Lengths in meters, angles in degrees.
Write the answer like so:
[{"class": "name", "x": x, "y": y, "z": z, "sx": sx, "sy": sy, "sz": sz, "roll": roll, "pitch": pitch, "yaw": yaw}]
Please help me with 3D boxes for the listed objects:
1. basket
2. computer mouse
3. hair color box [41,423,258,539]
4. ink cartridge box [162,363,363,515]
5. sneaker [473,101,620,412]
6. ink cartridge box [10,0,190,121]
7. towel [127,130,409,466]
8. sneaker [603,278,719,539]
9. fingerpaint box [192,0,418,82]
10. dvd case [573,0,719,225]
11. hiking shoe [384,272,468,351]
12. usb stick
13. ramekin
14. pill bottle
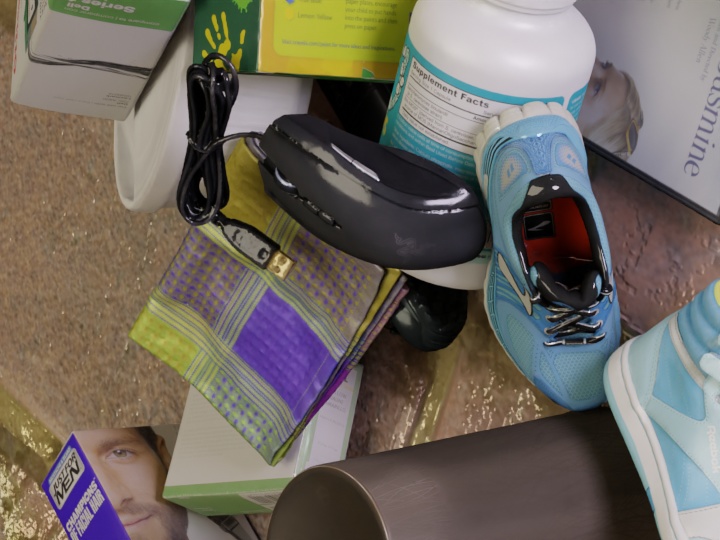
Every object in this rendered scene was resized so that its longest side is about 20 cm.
[{"class": "basket", "x": 0.055, "y": 0.164, "z": 1.356, "sx": 0.136, "sy": 0.200, "sz": 0.181, "roll": 56, "pitch": 130, "yaw": 33}, {"class": "computer mouse", "x": -0.029, "y": -0.030, "z": 1.358, "sx": 0.200, "sy": 0.046, "sz": 0.141, "roll": 28, "pitch": 139, "yaw": 11}, {"class": "hair color box", "x": -0.131, "y": 0.202, "z": 1.642, "sx": 0.200, "sy": 0.109, "sz": 0.065, "roll": 55, "pitch": 129, "yaw": 33}, {"class": "ink cartridge box", "x": -0.059, "y": 0.065, "z": 1.608, "sx": 0.145, "sy": 0.048, "sz": 0.201, "roll": -10, "pitch": 61, "yaw": 48}, {"class": "sneaker", "x": 0.108, "y": 0.008, "z": 1.324, "sx": 0.090, "sy": 0.078, "sz": 0.200, "roll": -103, "pitch": -4, "yaw": -55}, {"class": "ink cartridge box", "x": -0.162, "y": -0.199, "z": 1.463, "sx": 0.200, "sy": 0.084, "sz": 0.147, "roll": 133, "pitch": 141, "yaw": -64}, {"class": "towel", "x": -0.062, "y": 0.020, "z": 1.480, "sx": 0.144, "sy": 0.023, "sz": 0.200, "roll": 44, "pitch": 128, "yaw": 11}, {"class": "sneaker", "x": 0.215, "y": 0.093, "z": 1.262, "sx": 0.131, "sy": 0.079, "sz": 0.200, "roll": -49, "pitch": 56, "yaw": 39}, {"class": "fingerpaint box", "x": -0.002, "y": -0.198, "z": 1.418, "sx": 0.073, "sy": 0.200, "sz": 0.167, "roll": 7, "pitch": 97, "yaw": 50}, {"class": "dvd case", "x": 0.168, "y": -0.130, "z": 1.360, "sx": 0.200, "sy": 0.018, "sz": 0.143, "roll": 35, "pitch": 116, "yaw": 43}, {"class": "hiking shoe", "x": 0.000, "y": 0.000, "z": 1.511, "sx": 0.087, "sy": 0.074, "sz": 0.200, "roll": -58, "pitch": 43, "yaw": 20}, {"class": "usb stick", "x": -0.010, "y": -0.138, "z": 1.557, "sx": 0.200, "sy": 0.033, "sz": 0.056, "roll": 60, "pitch": 141, "yaw": 29}, {"class": "ramekin", "x": -0.096, "y": -0.132, "z": 1.533, "sx": 0.202, "sy": 0.094, "sz": 0.203, "roll": -173, "pitch": 90, "yaw": -72}, {"class": "pill bottle", "x": 0.073, "y": -0.097, "z": 1.371, "sx": 0.111, "sy": 0.111, "sz": 0.200, "roll": 45, "pitch": 132, "yaw": 39}]
